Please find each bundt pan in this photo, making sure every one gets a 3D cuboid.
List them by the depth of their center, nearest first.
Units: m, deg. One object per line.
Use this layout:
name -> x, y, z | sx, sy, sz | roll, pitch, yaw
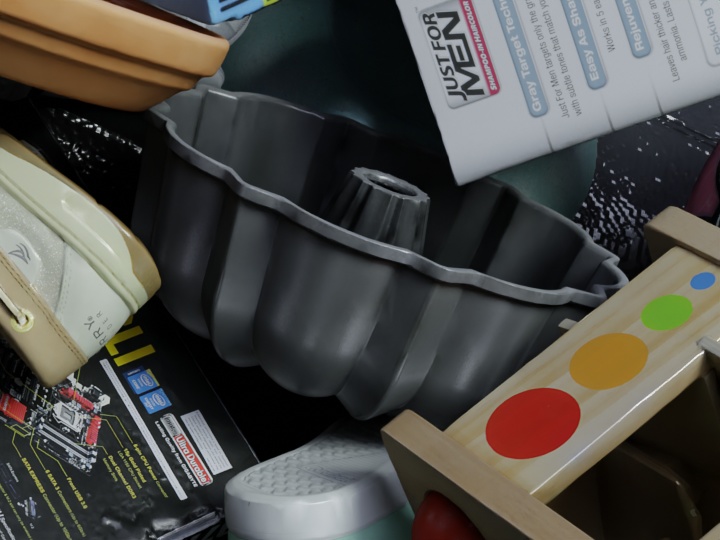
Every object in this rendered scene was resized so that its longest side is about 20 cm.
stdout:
bundt pan -> 0.000, 0.000, 0.787 | 0.200, 0.076, 0.202 | 19, 15, -5

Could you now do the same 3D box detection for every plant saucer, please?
plant saucer -> -0.145, -0.101, 0.722 | 0.198, 0.038, 0.200 | 20, 7, -2
plant saucer -> 0.027, -0.095, 0.933 | 0.199, 0.039, 0.203 | 11, 54, -16

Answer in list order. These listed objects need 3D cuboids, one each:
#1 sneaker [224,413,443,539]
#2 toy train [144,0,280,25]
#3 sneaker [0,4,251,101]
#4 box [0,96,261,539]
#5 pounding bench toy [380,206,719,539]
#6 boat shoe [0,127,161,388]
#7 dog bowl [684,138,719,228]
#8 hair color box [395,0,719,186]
sneaker -> 0.012, 0.121, 0.771 | 0.073, 0.120, 0.200 | 6, 10, 32
toy train -> -0.017, -0.175, 0.761 | 0.199, 0.115, 0.086 | -30, 38, -32
sneaker -> -0.097, -0.162, 0.878 | 0.114, 0.075, 0.202 | 12, 79, -21
box -> -0.149, 0.042, 0.754 | 0.159, 0.049, 0.201 | -21, 68, -36
pounding bench toy -> 0.124, 0.100, 0.659 | 0.156, 0.125, 0.200 | -36, 38, -18
boat shoe -> -0.167, -0.034, 0.723 | 0.199, 0.074, 0.067 | 35, 75, 12
dog bowl -> 0.216, -0.027, 0.879 | 0.199, 0.201, 0.074 | -26, 50, -35
hair color box -> 0.117, -0.114, 0.799 | 0.198, 0.061, 0.100 | -19, 96, 9
